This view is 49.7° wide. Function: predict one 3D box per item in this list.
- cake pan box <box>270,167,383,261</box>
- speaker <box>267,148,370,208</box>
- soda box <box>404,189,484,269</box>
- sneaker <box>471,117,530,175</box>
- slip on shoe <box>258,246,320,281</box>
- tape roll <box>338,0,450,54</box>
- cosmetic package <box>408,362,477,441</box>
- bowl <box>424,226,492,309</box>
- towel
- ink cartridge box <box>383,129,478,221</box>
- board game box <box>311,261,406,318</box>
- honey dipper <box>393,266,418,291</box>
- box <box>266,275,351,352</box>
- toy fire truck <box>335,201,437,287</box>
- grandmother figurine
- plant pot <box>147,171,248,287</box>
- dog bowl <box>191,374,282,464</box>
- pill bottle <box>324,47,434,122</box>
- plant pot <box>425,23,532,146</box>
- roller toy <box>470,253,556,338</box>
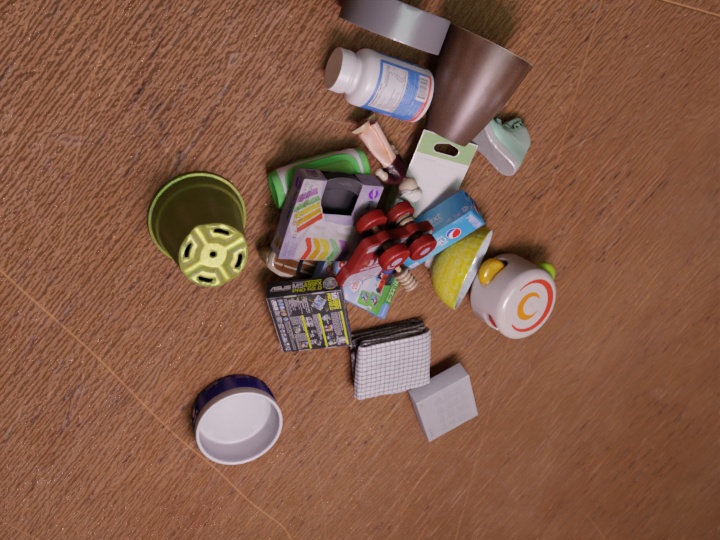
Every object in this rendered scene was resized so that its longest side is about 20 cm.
[{"bbox_3d":[-0.066,-0.112,1.568,0.183,0.052,0.201,2,126,-32],"label":"cake pan box"},{"bbox_3d":[-0.083,-0.189,1.587,0.199,0.088,0.089,-18,121,-13],"label":"speaker"},{"bbox_3d":[0.166,-0.088,1.697,0.200,0.068,0.064,-32,139,21],"label":"soda box"},{"bbox_3d":[0.290,-0.315,1.698,0.200,0.074,0.118,47,57,-15],"label":"sneaker"},{"bbox_3d":[-0.139,-0.005,1.679,0.200,0.060,0.076,22,85,-49],"label":"slip on shoe"},{"bbox_3d":[0.063,-0.464,1.433,0.199,0.200,0.066,12,110,-27],"label":"tape roll"},{"bbox_3d":[0.213,0.338,1.979,0.150,0.052,0.200,-29,138,-9],"label":"cosmetic package"},{"bbox_3d":[0.210,-0.022,1.768,0.107,0.200,0.201,25,109,12],"label":"bowl"},{"bbox_3d":[0.068,0.213,1.864,0.199,0.086,0.166,-11,121,-19],"label":"towel"},{"bbox_3d":[0.152,-0.203,1.697,0.145,0.048,0.201,10,112,-26],"label":"ink cartridge box"},{"bbox_3d":[0.000,0.000,1.721,0.200,0.037,0.152,27,82,-31],"label":"board game box"},{"bbox_3d":[0.059,-0.037,1.711,0.038,0.038,0.200,-38,114,0],"label":"honey dipper"},{"bbox_3d":[-0.108,0.098,1.689,0.159,0.044,0.200,-7,139,3],"label":"box"},{"bbox_3d":[0.053,-0.042,1.607,0.199,0.112,0.168,-18,156,-40],"label":"toy fire truck"},{"bbox_3d":[0.061,-0.222,1.601,0.200,0.060,0.121,52,45,-18],"label":"grandmother figurine"},{"bbox_3d":[-0.299,-0.065,1.503,0.199,0.184,0.201,-10,119,-18],"label":"plant pot"},{"bbox_3d":[-0.285,0.343,1.786,0.199,0.079,0.201,-10,119,-18],"label":"dog bowl"},{"bbox_3d":[0.035,-0.369,1.525,0.199,0.112,0.113,12,111,-26],"label":"pill bottle"},{"bbox_3d":[0.213,-0.359,1.557,0.186,0.187,0.201,18,108,-29],"label":"plant pot"},{"bbox_3d":[0.360,0.058,1.866,0.199,0.140,0.183,-4,115,-32],"label":"roller toy"}]
